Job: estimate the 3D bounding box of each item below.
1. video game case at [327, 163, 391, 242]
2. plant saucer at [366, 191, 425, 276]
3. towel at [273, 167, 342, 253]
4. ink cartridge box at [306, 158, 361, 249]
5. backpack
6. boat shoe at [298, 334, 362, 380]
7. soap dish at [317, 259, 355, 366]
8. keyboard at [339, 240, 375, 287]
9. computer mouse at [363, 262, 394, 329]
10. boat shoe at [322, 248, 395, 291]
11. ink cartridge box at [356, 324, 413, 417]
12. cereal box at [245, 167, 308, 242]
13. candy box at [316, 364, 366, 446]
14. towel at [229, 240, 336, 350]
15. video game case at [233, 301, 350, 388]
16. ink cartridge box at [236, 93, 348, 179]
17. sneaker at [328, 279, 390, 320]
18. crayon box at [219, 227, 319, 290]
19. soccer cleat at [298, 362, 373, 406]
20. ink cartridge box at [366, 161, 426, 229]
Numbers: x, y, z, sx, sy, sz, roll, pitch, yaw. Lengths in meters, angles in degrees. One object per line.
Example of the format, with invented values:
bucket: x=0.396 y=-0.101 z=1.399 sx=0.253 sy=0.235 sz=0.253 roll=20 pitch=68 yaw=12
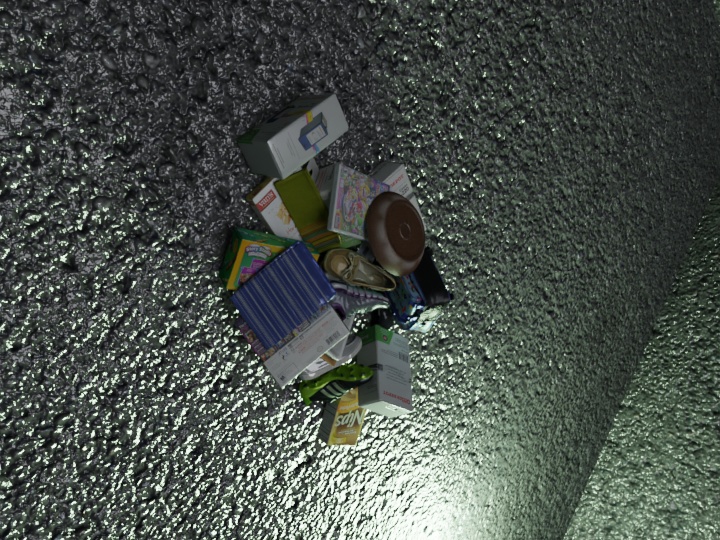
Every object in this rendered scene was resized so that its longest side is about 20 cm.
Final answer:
video game case: x=0.001 y=-0.147 z=1.358 sx=0.197 sy=0.018 sz=0.149 roll=13 pitch=83 yaw=-51
plant saucer: x=0.097 y=-0.091 z=1.401 sx=0.196 sy=0.036 sz=0.208 roll=11 pitch=74 yaw=-42
towel: x=-0.115 y=-0.126 z=1.322 sx=0.084 sy=0.018 sz=0.203 roll=-22 pitch=122 yaw=8
ink cartridge box: x=-0.057 y=-0.168 z=1.378 sx=0.119 sy=0.065 sz=0.203 roll=-77 pitch=147 yaw=-48
backpack: x=0.130 y=0.065 z=1.520 sx=0.130 sy=0.187 sz=0.202 roll=-9 pitch=149 yaw=-25
boat shoe: x=-0.081 y=0.203 z=1.498 sx=0.195 sy=0.071 sz=0.071 roll=-23 pitch=116 yaw=-24
soap dish: x=-0.089 y=0.103 z=1.419 sx=0.157 sy=0.079 sz=0.205 roll=42 pitch=57 yaw=-40
keyboard: x=0.017 y=-0.044 z=1.443 sx=0.056 sy=0.011 sz=0.203 roll=40 pitch=76 yaw=-34
computer mouse: x=0.057 y=0.079 z=1.591 sx=0.138 sy=0.045 sz=0.207 roll=11 pitch=94 yaw=-43
boat shoe: x=0.000 y=0.003 z=1.395 sx=0.197 sy=0.062 sz=0.075 roll=27 pitch=85 yaw=-36
ink cartridge box: x=0.063 y=0.269 z=1.559 sx=0.144 sy=0.083 sz=0.206 roll=28 pitch=49 yaw=-41
cereal box: x=-0.157 y=-0.134 z=1.351 sx=0.144 sy=0.039 sz=0.202 roll=-47 pitch=128 yaw=-20
candy box: x=-0.036 y=0.363 z=1.581 sx=0.113 sy=0.054 sz=0.207 roll=17 pitch=90 yaw=-44
towel: x=-0.165 y=0.052 z=1.263 sx=0.198 sy=0.024 sz=0.147 roll=-37 pitch=98 yaw=-1
video game case: x=-0.150 y=0.123 z=1.295 sx=0.198 sy=0.036 sz=0.183 roll=-38 pitch=98 yaw=-2
ink cartridge box: x=-0.143 y=-0.289 z=1.251 sx=0.199 sy=0.143 sz=0.089 roll=-39 pitch=122 yaw=-24
sneaker: x=-0.018 y=0.083 z=1.392 sx=0.195 sy=0.074 sz=0.091 roll=16 pitch=85 yaw=-32
crayon box: x=-0.199 y=-0.012 z=1.300 sx=0.195 sy=0.058 sz=0.122 roll=11 pitch=113 yaw=-35
soccer cleat: x=-0.059 y=0.291 z=1.493 sx=0.193 sy=0.068 sz=0.083 roll=-13 pitch=122 yaw=2
ink cartridge box: x=0.073 y=-0.155 z=1.518 sx=0.145 sy=0.084 sz=0.204 roll=-41 pitch=123 yaw=-25
